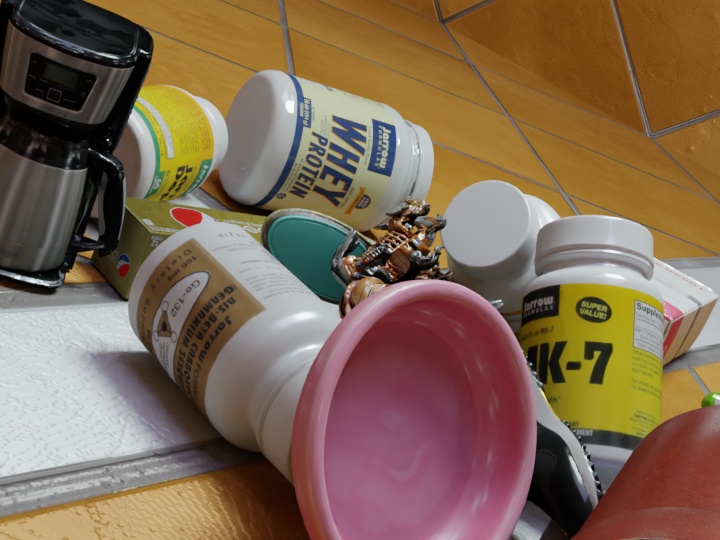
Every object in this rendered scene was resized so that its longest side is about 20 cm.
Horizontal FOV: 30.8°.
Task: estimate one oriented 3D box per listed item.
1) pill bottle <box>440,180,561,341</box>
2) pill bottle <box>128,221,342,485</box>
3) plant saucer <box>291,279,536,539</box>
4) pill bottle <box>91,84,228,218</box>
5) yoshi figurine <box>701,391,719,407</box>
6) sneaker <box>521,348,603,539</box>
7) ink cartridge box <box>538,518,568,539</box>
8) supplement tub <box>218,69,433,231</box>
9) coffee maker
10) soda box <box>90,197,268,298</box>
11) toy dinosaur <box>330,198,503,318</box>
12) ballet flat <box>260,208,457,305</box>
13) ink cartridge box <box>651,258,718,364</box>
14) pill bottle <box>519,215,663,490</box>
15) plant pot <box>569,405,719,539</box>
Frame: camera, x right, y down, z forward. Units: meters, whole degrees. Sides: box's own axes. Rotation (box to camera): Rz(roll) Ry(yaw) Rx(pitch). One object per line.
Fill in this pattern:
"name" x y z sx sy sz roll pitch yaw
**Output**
"pill bottle" 0.145 -0.003 1.184 0.111 0.111 0.200 36 -3 33
"pill bottle" -0.068 0.060 0.909 0.114 0.115 0.200 6 25 -44
"plant saucer" 0.029 0.106 0.818 0.200 0.201 0.051 6 -4 -43
"pill bottle" -0.204 -0.117 1.235 0.113 0.113 0.200 28 18 12
"yoshi figurine" 0.422 0.167 1.247 0.200 0.112 0.112 24 24 9
"sneaker" 0.103 0.131 0.925 0.090 0.070 0.200 -20 39 -5
"ink cartridge box" 0.160 0.224 0.857 0.119 0.042 0.200 28 22 13
"supplement tub" -0.036 -0.123 1.406 0.200 0.145 0.145 13 21 -30
"coffee maker" -0.255 -0.116 1.027 0.134 0.200 0.192 11 22 -36
"soda box" -0.123 -0.012 1.120 0.200 0.064 0.068 7 24 -43
"toy dinosaur" 0.028 0.037 1.050 0.135 0.200 0.102 28 -10 -1
"ballet flat" 0.000 0.000 1.125 0.200 0.071 0.071 24 17 -17
"ink cartridge box" 0.304 0.039 1.482 0.146 0.083 0.200 32 20 23
"pill bottle" 0.183 0.066 1.039 0.114 0.201 0.114 5 -20 2
"plant pot" 0.191 0.180 0.704 0.200 0.201 0.195 28 30 11
